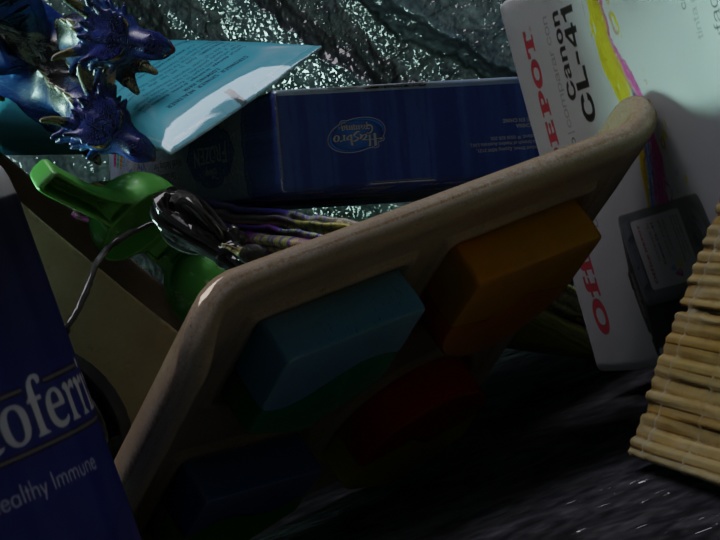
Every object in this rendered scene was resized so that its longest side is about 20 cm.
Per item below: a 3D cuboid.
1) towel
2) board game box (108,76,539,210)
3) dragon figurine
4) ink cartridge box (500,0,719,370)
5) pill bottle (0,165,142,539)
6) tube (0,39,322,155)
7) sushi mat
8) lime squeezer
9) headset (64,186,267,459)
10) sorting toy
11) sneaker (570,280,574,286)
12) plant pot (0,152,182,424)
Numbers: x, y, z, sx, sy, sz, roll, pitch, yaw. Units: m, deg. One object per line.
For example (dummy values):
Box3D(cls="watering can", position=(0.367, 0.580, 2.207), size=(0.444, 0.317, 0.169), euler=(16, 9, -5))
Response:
Box3D(cls="towel", position=(0.000, 0.000, 0.976), size=(0.199, 0.023, 0.143), euler=(8, -11, 40))
Box3D(cls="board game box", position=(0.018, -0.051, 1.048), size=(0.199, 0.044, 0.199), euler=(-5, 1, -24))
Box3D(cls="dragon figurine", position=(-0.137, -0.089, 0.893), size=(0.059, 0.199, 0.099), euler=(-60, -22, -5))
Box3D(cls="ink cartridge box", position=(0.134, -0.046, 0.820), size=(0.085, 0.148, 0.200), euler=(-15, 0, -20))
Box3D(cls="pill bottle", position=(-0.136, 0.033, 0.680), size=(0.115, 0.201, 0.116), euler=(-20, 3, 1))
Box3D(cls="tube", position=(-0.099, -0.071, 0.995), size=(0.077, 0.051, 0.200), euler=(-42, 25, -25))
Box3D(cls="sushi mat", position=(0.113, 0.013, 0.642), size=(0.012, 0.096, 0.200), euler=(20, -2, -7))
Box3D(cls="lime squeezer", position=(-0.057, 0.000, 0.900), size=(0.038, 0.200, 0.071), euler=(-54, 40, -8))
Box3D(cls="headset", position=(-0.104, 0.062, 0.801), size=(0.200, 0.094, 0.124), euler=(-54, -12, -1))
Box3D(cls="sorting toy", position=(-0.001, 0.036, 0.803), size=(0.200, 0.037, 0.185), euler=(-26, -21, -35))
Box3D(cls="sneaker", position=(0.113, -0.012, 1.107), size=(0.199, 0.070, 0.078), euler=(-16, -3, 34))
Box3D(cls="plant pot", position=(-0.143, 0.043, 0.968), size=(0.135, 0.200, 0.200), euler=(-51, 4, -1))
